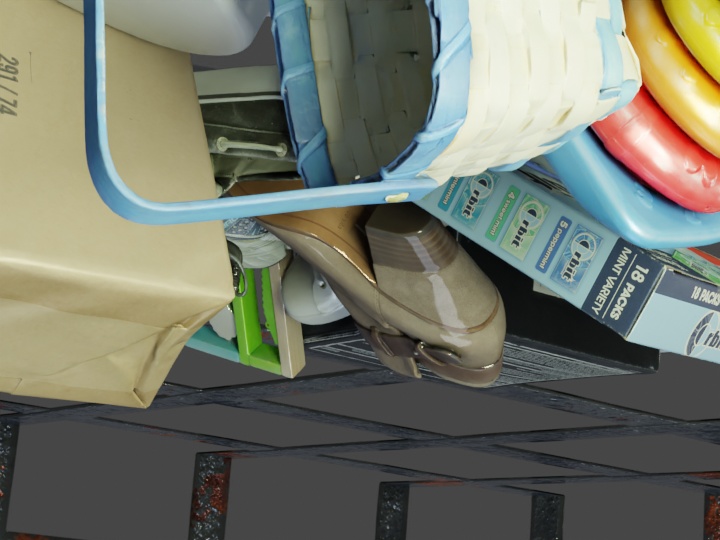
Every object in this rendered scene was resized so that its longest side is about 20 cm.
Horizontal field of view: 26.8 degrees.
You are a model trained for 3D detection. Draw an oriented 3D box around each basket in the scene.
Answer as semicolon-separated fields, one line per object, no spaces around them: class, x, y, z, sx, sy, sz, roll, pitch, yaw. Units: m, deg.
basket;-0.007;-0.103;0.550;0.198;0.179;0.139;1;167;-29

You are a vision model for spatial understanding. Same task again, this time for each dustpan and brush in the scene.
dustpan and brush;-0.072;-0.135;0.733;0.138;0.058;0.199;9;166;40

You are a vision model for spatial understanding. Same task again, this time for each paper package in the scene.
paper package;-0.172;-0.052;0.730;0.189;0.202;0.104;10;139;-31

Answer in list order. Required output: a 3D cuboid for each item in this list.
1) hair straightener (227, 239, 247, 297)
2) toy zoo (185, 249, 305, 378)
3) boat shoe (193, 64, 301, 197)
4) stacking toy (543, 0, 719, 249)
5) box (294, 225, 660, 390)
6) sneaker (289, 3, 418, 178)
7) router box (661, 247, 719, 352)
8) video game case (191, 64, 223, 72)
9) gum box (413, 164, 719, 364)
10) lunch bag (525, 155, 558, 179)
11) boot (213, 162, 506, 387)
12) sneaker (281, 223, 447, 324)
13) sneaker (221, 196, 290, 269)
hair straightener;-0.154;-0.036;0.923;0.199;0.041;0.077;30;-172;13
toy zoo;-0.133;-0.003;1.107;0.198;0.133;0.020;16;-142;27
boat shoe;-0.100;-0.074;0.873;0.198;0.065;0.070;-4;164;35
stacking toy;0.165;-0.108;0.608;0.109;0.117;0.200;-8;151;-51
box;0.082;0.007;1.102;0.198;0.125;0.197;15;163;-34
sneaker;0.043;-0.095;0.749;0.084;0.078;0.199;2;160;-44
router box;0.238;0.030;1.310;0.198;0.050;0.179;-7;163;41
video game case;-0.104;-0.091;0.986;0.141;0.018;0.200;9;166;-13
gum box;0.115;-0.019;0.827;0.199;0.045;0.169;34;-169;35
lunch bag;0.180;-0.087;0.777;0.159;0.077;0.199;18;163;-36
boot;0.000;0.000;0.919;0.199;0.070;0.147;26;153;37
sneaker;-0.003;-0.039;0.982;0.084;0.073;0.200;19;133;-38
sneaker;-0.140;-0.054;1.002;0.197;0.078;0.087;-2;148;17
